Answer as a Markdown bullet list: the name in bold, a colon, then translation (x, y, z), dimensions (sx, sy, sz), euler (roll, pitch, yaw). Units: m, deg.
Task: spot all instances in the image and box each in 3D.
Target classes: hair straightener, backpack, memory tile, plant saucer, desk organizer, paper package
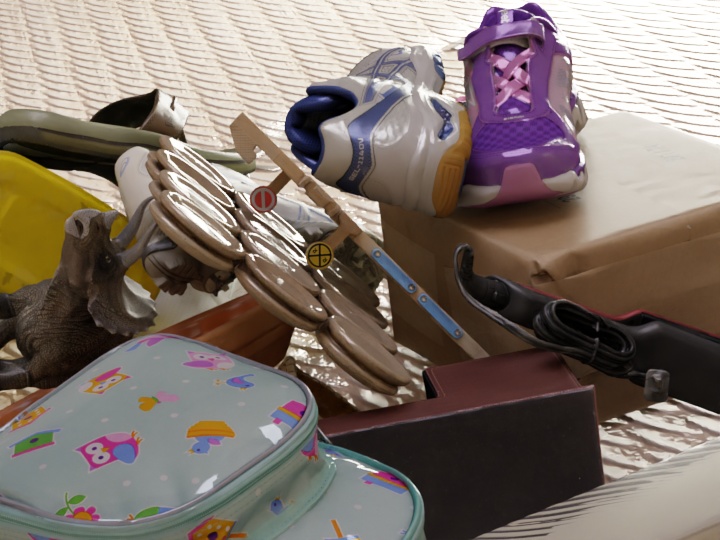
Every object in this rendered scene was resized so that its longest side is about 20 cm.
- **hair straightener**: translation (0.131, 0.033, 1.171), dimensions (0.200, 0.041, 0.077), euler (25, 7, -24)
- **backpack**: translation (-0.068, 0.125, 0.975), dimensions (0.200, 0.154, 0.176), euler (21, 37, 33)
- **memory tile**: translation (-0.046, -0.005, 1.197), dimensions (0.017, 0.153, 0.200), euler (-51, 12, 8)
- **plant saucer**: translation (-0.118, 0.063, 1.256), dimensions (0.200, 0.038, 0.200), euler (-24, 4, 2)
- **desk organizer**: translation (0.012, 0.095, 1.146), dimensions (0.199, 0.072, 0.077), euler (-10, 17, -6)
- **paper package**: translation (0.132, -0.004, 1.325), dimensions (0.190, 0.104, 0.200), euler (-16, 20, -23)

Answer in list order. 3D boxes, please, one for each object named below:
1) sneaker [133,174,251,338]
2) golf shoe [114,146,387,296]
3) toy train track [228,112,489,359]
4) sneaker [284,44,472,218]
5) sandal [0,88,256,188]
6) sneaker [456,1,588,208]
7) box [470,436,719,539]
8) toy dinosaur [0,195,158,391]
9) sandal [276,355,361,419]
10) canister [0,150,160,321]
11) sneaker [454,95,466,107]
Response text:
- **sneaker**: translation (-0.106, 0.001, 1.446), dimensions (0.070, 0.080, 0.200), euler (-1, 22, 15)
- **golf shoe**: translation (-0.060, -0.028, 1.381), dimensions (0.200, 0.078, 0.097), euler (20, 27, -51)
- **toy train track**: translation (0.000, 0.000, 1.221), dimensions (0.033, 0.200, 0.115), euler (-46, 3, 0)
- **sneaker**: translation (0.001, -0.087, 1.306), dimensions (0.088, 0.075, 0.200), euler (9, 12, -12)
- **sandal**: translation (-0.133, -0.083, 1.416), dimensions (0.080, 0.058, 0.201), euler (-7, -11, 34)
- **sneaker**: translation (0.084, -0.096, 1.318), dimensions (0.080, 0.089, 0.200), euler (-4, 21, 7)
- **box**: translation (0.134, 0.128, 0.988), dimensions (0.200, 0.082, 0.068), euler (-18, 20, -29)
- **toy dinosaur**: translation (-0.155, 0.032, 1.238), dimensions (0.102, 0.077, 0.200), euler (-10, -15, -11)
- **sandal**: translation (-0.020, 0.074, 1.216), dimensions (0.211, 0.070, 0.078), euler (-9, 19, -1)
- **canister**: translation (-0.215, -0.018, 1.412), dimensions (0.148, 0.087, 0.200), euler (32, -10, -26)
- **sneaker**: translation (0.061, -0.056, 1.515), dimensions (0.079, 0.096, 0.200), euler (-1, 22, 15)
